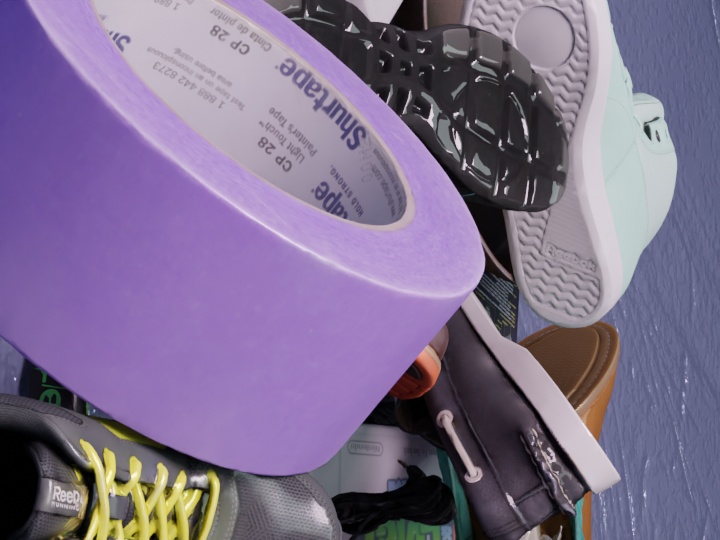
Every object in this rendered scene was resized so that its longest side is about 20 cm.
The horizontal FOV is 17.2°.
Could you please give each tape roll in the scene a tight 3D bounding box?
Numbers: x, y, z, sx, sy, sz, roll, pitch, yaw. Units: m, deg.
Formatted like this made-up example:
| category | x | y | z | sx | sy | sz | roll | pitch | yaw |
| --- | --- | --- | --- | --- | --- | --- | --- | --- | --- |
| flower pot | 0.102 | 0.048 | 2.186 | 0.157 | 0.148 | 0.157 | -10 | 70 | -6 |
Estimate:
| category | x | y | z | sx | sy | sz | roll | pitch | yaw |
| --- | --- | --- | --- | --- | --- | --- | --- | --- | --- |
| tape roll | -0.060 | -0.030 | 0.815 | 0.200 | 0.085 | 0.200 | 34 | 21 | -15 |

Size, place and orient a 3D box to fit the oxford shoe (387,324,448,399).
| category | x | y | z | sx | sy | sz | roll | pitch | yaw |
| --- | --- | --- | --- | --- | --- | --- | --- | --- | --- |
| oxford shoe | 0.000 | 0.000 | 0.979 | 0.071 | 0.200 | 0.073 | 38 | 87 | -18 |

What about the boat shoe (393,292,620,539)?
| category | x | y | z | sx | sy | sz | roll | pitch | yaw |
| --- | --- | --- | --- | --- | --- | --- | --- | --- | --- |
| boat shoe | 0.041 | 0.050 | 1.010 | 0.074 | 0.060 | 0.200 | 56 | -3 | -35 |

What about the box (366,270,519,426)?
| category | x | y | z | sx | sy | sz | roll | pitch | yaw |
| --- | --- | --- | --- | --- | --- | --- | --- | --- | --- |
| box | 0.025 | -0.005 | 1.179 | 0.200 | 0.049 | 0.162 | 37 | 51 | -59 |

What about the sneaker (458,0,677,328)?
| category | x | y | z | sx | sy | sz | roll | pitch | yaw |
| --- | --- | --- | --- | --- | --- | --- | --- | --- | --- |
| sneaker | 0.104 | -0.087 | 1.150 | 0.118 | 0.074 | 0.201 | -47 | 135 | -54 |

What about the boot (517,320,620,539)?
| category | x | y | z | sx | sy | sz | roll | pitch | yaw |
| --- | --- | --- | --- | --- | --- | --- | --- | --- | --- |
| boot | 0.106 | 0.139 | 1.307 | 0.200 | 0.074 | 0.155 | -58 | 136 | -35 |

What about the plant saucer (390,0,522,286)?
| category | x | y | z | sx | sy | sz | roll | pitch | yaw |
| --- | --- | --- | --- | --- | --- | --- | --- | --- | --- |
| plant saucer | 0.059 | -0.088 | 1.181 | 0.200 | 0.032 | 0.201 | -10 | 90 | -67 |

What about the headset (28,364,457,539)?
| category | x | y | z | sx | sy | sz | roll | pitch | yaw |
| --- | --- | --- | --- | --- | --- | --- | --- | --- | --- |
| headset | -0.047 | 0.071 | 0.949 | 0.200 | 0.094 | 0.124 | 34 | 55 | -50 |

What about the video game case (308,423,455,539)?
| category | x | y | z | sx | sy | sz | roll | pitch | yaw |
| --- | --- | --- | --- | --- | --- | --- | --- | --- | --- |
| video game case | 0.029 | 0.166 | 1.127 | 0.200 | 0.024 | 0.183 | 10 | 77 | -51 |

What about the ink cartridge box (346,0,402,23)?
| category | x | y | z | sx | sy | sz | roll | pitch | yaw |
| --- | --- | --- | --- | --- | --- | --- | --- | --- | --- |
| ink cartridge box | -0.034 | -0.213 | 1.042 | 0.144 | 0.084 | 0.200 | -62 | 141 | -49 |

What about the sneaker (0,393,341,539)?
| category | x | y | z | sx | sy | sz | roll | pitch | yaw |
| --- | --- | --- | --- | --- | --- | --- | --- | --- | --- |
| sneaker | -0.091 | 0.080 | 0.757 | 0.200 | 0.085 | 0.075 | 10 | 85 | -26 |

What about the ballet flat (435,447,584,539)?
| category | x | y | z | sx | sy | sz | roll | pitch | yaw |
| --- | --- | --- | --- | --- | --- | --- | --- | --- | --- |
| ballet flat | 0.069 | 0.089 | 1.064 | 0.200 | 0.067 | 0.071 | -96 | 179 | -54 |

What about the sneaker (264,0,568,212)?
| category | x | y | z | sx | sy | sz | roll | pitch | yaw |
| --- | --- | --- | --- | --- | --- | --- | --- | --- | --- |
| sneaker | 0.006 | -0.071 | 1.017 | 0.200 | 0.079 | 0.076 | 20 | 66 | -38 |
